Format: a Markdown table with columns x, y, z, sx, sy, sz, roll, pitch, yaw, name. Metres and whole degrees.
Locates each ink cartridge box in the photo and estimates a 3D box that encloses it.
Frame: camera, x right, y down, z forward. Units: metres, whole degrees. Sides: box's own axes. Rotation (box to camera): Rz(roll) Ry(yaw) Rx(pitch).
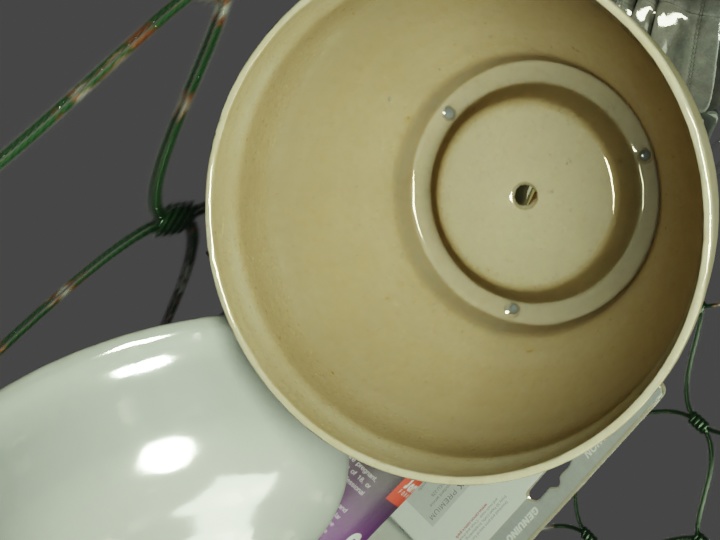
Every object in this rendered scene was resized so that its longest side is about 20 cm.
| x | y | z | sx | sy | sz | roll | pitch | yaw | name |
| --- | --- | --- | --- | --- | --- | --- | --- | --- | --- |
| 0.087 | 0.082 | 1.300 | 0.200 | 0.176 | 0.084 | -49 | 168 | 19 | ink cartridge box |

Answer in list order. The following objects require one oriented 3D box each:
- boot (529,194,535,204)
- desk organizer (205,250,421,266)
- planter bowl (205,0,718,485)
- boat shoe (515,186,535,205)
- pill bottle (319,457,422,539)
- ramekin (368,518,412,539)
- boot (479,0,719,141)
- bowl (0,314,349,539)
| x | y | z | sx | sy | sz | roll | pitch | yaw | name |
| --- | --- | --- | --- | --- | --- | --- | --- | --- | --- |
| 0.104 | -0.015 | 1.113 | 0.076 | 0.201 | 0.156 | 24 | 113 | -30 | boot |
| 0.000 | 0.000 | 0.979 | 0.072 | 0.077 | 0.200 | -47 | 168 | 7 | desk organizer |
| 0.055 | -0.027 | 0.792 | 0.201 | 0.200 | 0.135 | -49 | 169 | 19 | planter bowl |
| 0.094 | -0.094 | 1.034 | 0.200 | 0.072 | 0.068 | -53 | -174 | 46 | boat shoe |
| -0.030 | 0.116 | 1.173 | 0.200 | 0.112 | 0.112 | -46 | 168 | 1 | pill bottle |
| -0.040 | 0.224 | 1.310 | 0.200 | 0.200 | 0.098 | -35 | 156 | -40 | ramekin |
| 0.099 | -0.072 | 0.915 | 0.200 | 0.130 | 0.070 | 107 | -1 | -68 | boot |
| -0.085 | 0.108 | 0.844 | 0.199 | 0.091 | 0.202 | -18 | 155 | -9 | bowl |
